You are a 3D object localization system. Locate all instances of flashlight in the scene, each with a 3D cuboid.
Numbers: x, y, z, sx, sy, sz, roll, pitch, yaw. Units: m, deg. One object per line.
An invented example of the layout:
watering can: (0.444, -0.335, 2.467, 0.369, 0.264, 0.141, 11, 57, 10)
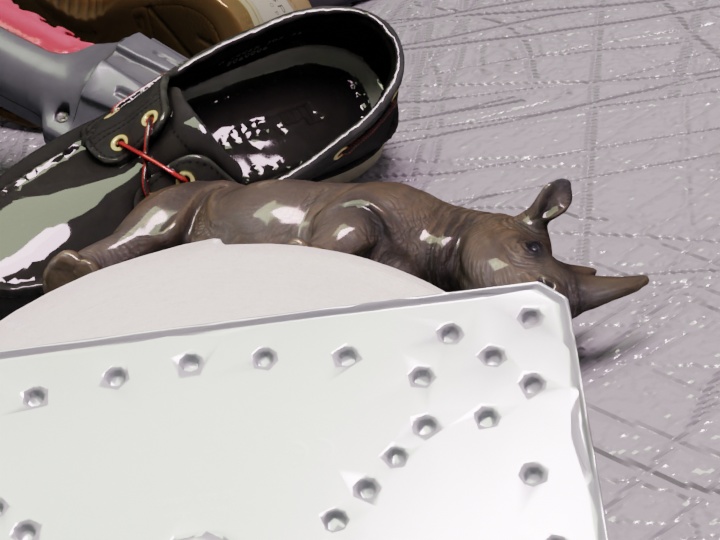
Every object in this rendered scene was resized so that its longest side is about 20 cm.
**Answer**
flashlight: (-0.150, -0.103, 1.010, 0.199, 0.068, 0.068, 26, 14, 17)

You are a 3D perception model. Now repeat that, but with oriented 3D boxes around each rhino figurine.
rhino figurine: (0.000, 0.000, 0.820, 0.199, 0.060, 0.087, 0, 21, 21)

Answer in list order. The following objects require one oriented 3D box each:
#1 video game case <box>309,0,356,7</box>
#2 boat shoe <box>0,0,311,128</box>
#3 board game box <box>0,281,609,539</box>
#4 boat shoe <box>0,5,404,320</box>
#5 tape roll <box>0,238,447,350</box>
video game case: (0.018, -0.185, 1.194, 0.199, 0.026, 0.181, -20, 27, -7)
boat shoe: (-0.106, -0.103, 1.070, 0.199, 0.075, 0.066, 10, 24, 38)
board game box: (-0.036, 0.099, 0.581, 0.199, 0.026, 0.201, -7, 51, 2)
boat shoe: (-0.071, -0.041, 0.909, 0.201, 0.063, 0.074, -27, 70, -23)
tape roll: (-0.037, 0.078, 0.639, 0.201, 0.037, 0.204, -4, 50, 5)
